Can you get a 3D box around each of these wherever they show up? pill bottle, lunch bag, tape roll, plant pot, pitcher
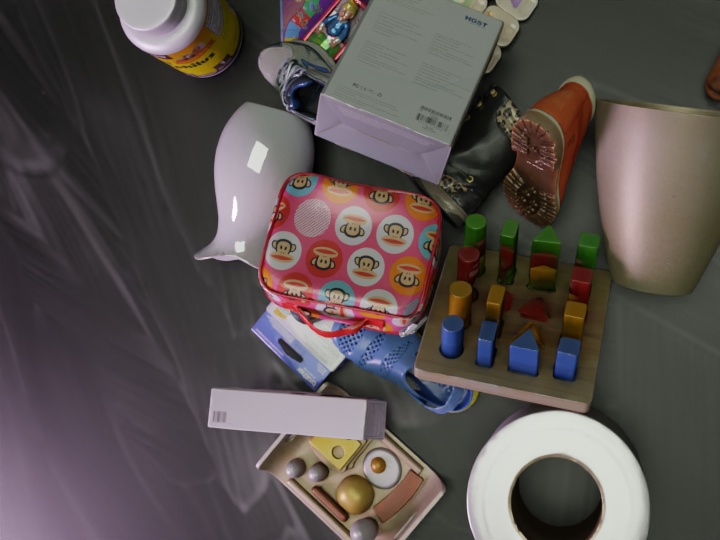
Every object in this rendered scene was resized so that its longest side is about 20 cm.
[{"bbox_3d":[-0.222,-0.307,1.325,0.108,0.200,0.111,0,88,13],"label":"pill bottle"},{"bbox_3d":[-0.012,-0.008,1.229,0.198,0.082,0.178,13,74,7],"label":"lunch bag"},{"bbox_3d":[0.226,0.255,1.243,0.200,0.139,0.206,0,88,13],"label":"tape roll"},{"bbox_3d":[0.343,-0.081,1.220,0.185,0.187,0.203,8,103,12],"label":"plant pot"},{"bbox_3d":[-0.104,-0.093,1.334,0.170,0.121,0.202,16,95,14],"label":"pitcher"}]

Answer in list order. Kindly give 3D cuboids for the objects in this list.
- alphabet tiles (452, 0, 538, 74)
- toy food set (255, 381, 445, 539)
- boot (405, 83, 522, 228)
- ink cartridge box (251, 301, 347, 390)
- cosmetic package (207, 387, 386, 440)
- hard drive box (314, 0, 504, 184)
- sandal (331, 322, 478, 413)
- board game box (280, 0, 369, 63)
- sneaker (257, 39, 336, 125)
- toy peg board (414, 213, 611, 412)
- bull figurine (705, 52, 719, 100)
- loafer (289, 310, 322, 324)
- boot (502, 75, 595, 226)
[{"bbox_3d":[0.109,-0.340,1.328,0.195,0.015,0.201,36,87,4],"label":"alphabet tiles"},{"bbox_3d":[-0.013,0.254,1.335,0.200,0.060,0.144,41,97,11],"label":"toy food set"},{"bbox_3d":[0.110,-0.170,1.315,0.150,0.073,0.201,-39,72,3],"label":"boot"},{"bbox_3d":[-0.030,0.036,1.356,0.119,0.042,0.200,41,94,9],"label":"ink cartridge box"},{"bbox_3d":[-0.075,0.170,1.300,0.198,0.082,0.051,2,81,19],"label":"cosmetic package"},{"bbox_3d":[0.057,-0.219,1.232,0.154,0.077,0.201,23,60,5],"label":"hard drive box"},{"bbox_3d":[0.055,0.108,1.292,0.198,0.087,0.080,28,99,-1],"label":"sandal"},{"bbox_3d":[-0.031,-0.312,1.364,0.156,0.039,0.203,-2,88,12],"label":"board game box"},{"bbox_3d":[-0.064,-0.224,1.310,0.199,0.085,0.078,36,115,32],"label":"sneaker"},{"bbox_3d":[0.177,0.034,1.225,0.198,0.098,0.200,10,48,13],"label":"toy peg board"},{"bbox_3d":[0.473,-0.275,1.232,0.121,0.065,0.202,38,106,44],"label":"bull figurine"},{"bbox_3d":[0.000,0.000,1.306,0.198,0.063,0.072,-28,62,-6],"label":"loafer"},{"bbox_3d":[0.223,-0.133,1.249,0.075,0.201,0.107,33,64,19],"label":"boot"}]
